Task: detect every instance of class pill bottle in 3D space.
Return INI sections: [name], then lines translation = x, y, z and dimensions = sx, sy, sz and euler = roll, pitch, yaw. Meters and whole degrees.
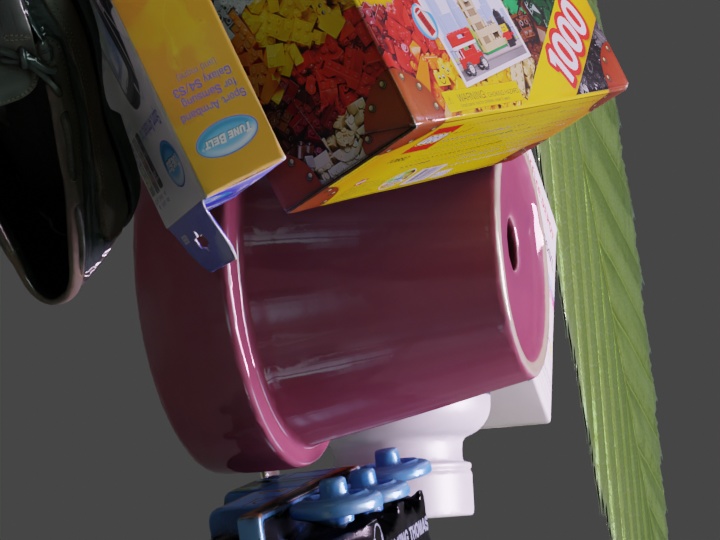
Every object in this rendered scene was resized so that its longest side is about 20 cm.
[pill bottle]
translation = 0.019, 0.050, 1.060
dimensions = 0.119, 0.118, 0.203
euler = 21, 64, -72

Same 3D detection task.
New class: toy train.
[toy train]
translation = -0.025, 0.145, 0.880
dimensions = 0.200, 0.113, 0.088
euler = -8, 89, -75

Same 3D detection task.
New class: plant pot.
[plant pot]
translation = 0.000, 0.000, 0.906
dimensions = 0.200, 0.177, 0.203
euler = -5, 90, -73

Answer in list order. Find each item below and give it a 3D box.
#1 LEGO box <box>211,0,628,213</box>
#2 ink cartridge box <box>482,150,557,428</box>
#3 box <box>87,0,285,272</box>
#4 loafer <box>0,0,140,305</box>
[LEGO box]
translation = 0.016, -0.119, 0.755
dimensions = 0.199, 0.077, 0.150
euler = -17, 79, -56
[ink cartridge box]
translation = 0.067, -0.004, 1.237
dimensions = 0.129, 0.124, 0.202
euler = 65, 26, -49
[box]
translation = -0.087, -0.098, 0.689
dimensions = 0.202, 0.041, 0.119
euler = 63, -13, -3
[loafer]
translation = -0.135, -0.067, 0.662
dimensions = 0.201, 0.071, 0.063
euler = 69, 27, -47
